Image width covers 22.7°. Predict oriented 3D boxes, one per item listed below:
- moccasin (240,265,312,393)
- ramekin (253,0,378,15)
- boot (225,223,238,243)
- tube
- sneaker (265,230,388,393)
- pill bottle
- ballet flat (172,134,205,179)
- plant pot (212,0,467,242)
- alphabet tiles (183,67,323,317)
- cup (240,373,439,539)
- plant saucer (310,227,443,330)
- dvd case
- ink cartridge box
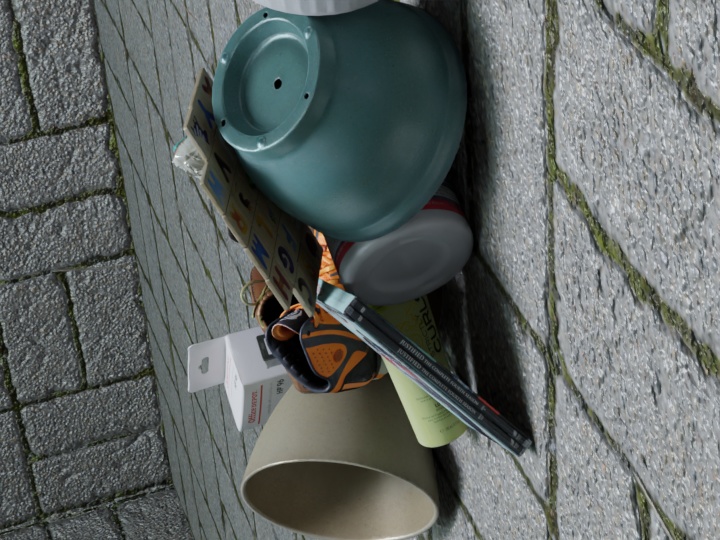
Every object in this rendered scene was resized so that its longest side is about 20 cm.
[{"bbox_3d":[-0.076,0.043,1.814,0.202,0.073,0.078,-108,-3,-57],"label":"moccasin"},{"bbox_3d":[-0.033,-0.290,1.368,0.098,0.199,0.202,83,167,-57],"label":"ramekin"},{"bbox_3d":[-0.105,-0.105,1.783,0.200,0.072,0.152,47,-152,-74],"label":"boot"},{"bbox_3d":[0.043,0.065,1.619,0.202,0.051,0.058,69,-153,-23],"label":"tube"},{"bbox_3d":[-0.032,0.016,1.622,0.077,0.111,0.202,1,103,50],"label":"sneaker"},{"bbox_3d":[0.011,-0.083,1.548,0.120,0.118,0.201,97,156,-57],"label":"pill bottle"},{"bbox_3d":[-0.083,-0.100,1.593,0.071,0.199,0.073,5,100,32],"label":"ballet flat"},{"bbox_3d":[-0.032,-0.136,1.429,0.199,0.134,0.202,-13,70,38],"label":"plant pot"},{"bbox_3d":[-0.085,-0.064,1.482,0.201,0.006,0.167,57,-160,-27],"label":"alphabet tiles"},{"bbox_3d":[-0.012,0.170,1.815,0.201,0.198,0.144,100,178,-60],"label":"cup"},{"bbox_3d":[0.000,0.000,1.694,0.199,0.032,0.202,24,122,45],"label":"plant saucer"},{"bbox_3d":[0.046,0.079,1.524,0.200,0.022,0.146,41,175,-16],"label":"dvd case"},{"bbox_3d":[-0.085,0.110,1.966,0.116,0.198,0.068,98,154,-58],"label":"ink cartridge box"}]
